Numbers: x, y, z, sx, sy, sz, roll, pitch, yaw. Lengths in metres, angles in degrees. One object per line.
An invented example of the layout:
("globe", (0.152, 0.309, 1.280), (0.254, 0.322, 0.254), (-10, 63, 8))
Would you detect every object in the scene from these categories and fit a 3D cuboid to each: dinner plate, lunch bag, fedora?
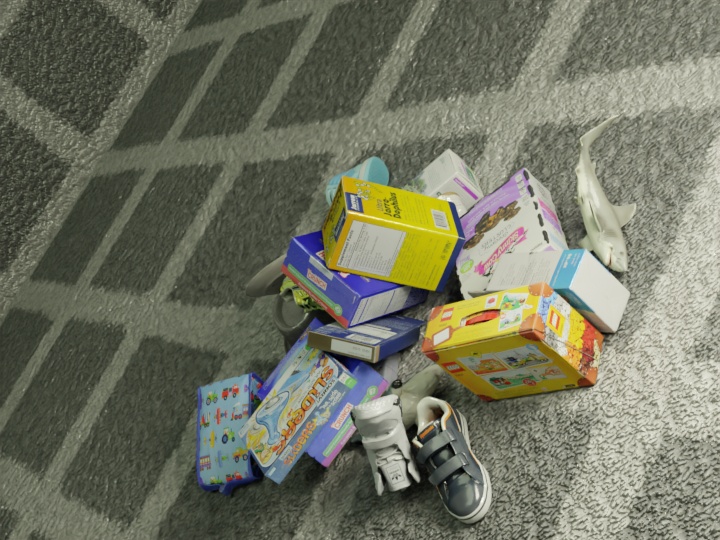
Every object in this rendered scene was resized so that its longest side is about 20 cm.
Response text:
("dinner plate", (-0.128, 0.002, 2.023), (0.200, 0.200, 0.024), (-37, 74, 24))
("lunch bag", (-0.229, 0.303, 1.913), (0.150, 0.094, 0.202), (-18, 53, 39))
("fedora", (-0.103, 0.071, 1.967), (0.176, 0.090, 0.201), (-37, 33, 22))

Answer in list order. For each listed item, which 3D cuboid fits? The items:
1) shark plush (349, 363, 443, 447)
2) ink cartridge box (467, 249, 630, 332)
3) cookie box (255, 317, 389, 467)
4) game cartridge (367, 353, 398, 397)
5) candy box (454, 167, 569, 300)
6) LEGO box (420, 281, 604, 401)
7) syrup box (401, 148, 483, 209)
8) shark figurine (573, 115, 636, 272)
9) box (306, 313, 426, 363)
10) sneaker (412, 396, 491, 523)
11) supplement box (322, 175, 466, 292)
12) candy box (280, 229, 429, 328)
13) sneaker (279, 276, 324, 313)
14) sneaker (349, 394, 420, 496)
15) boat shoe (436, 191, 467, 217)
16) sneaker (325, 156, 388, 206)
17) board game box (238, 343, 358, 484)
("shark plush", (0.060, 0.226, 1.656), (0.201, 0.090, 0.083), (-57, 4, 33))
("ink cartridge box", (0.262, 0.030, 1.502), (0.199, 0.116, 0.067), (-2, 56, 51))
("cookie box", (-0.065, 0.195, 1.738), (0.172, 0.075, 0.200), (-52, 31, 0))
("game cartridge", (0.004, 0.156, 1.793), (0.133, 0.040, 0.201), (-40, 33, 26))
("candy box", (0.230, -0.036, 1.655), (0.167, 0.071, 0.201), (-38, 33, 23))
("LEGO box", (0.208, 0.103, 1.465), (0.199, 0.149, 0.078), (-16, 46, 44))
("syrup box", (0.114, -0.112, 1.878), (0.200, 0.081, 0.079), (-39, 35, 19))
("shark figurine", (0.357, -0.105, 1.535), (0.089, 0.217, 0.128), (-12, -1, -6))
("box", (0.015, 0.102, 1.701), (0.120, 0.200, 0.033), (11, 104, 26))
("sneaker", (0.120, 0.262, 1.490), (0.078, 0.079, 0.201), (-40, 34, 16))
("supplement box", (0.050, -0.057, 1.685), (0.110, 0.198, 0.110), (-100, 27, -54))
("candy box", (0.000, 0.000, 1.747), (0.169, 0.199, 0.078), (41, 126, 29))
("sneaker", (-0.067, 0.045, 1.843), (0.077, 0.075, 0.199), (-53, 34, -12))
("sneaker", (0.040, 0.249, 1.505), (0.074, 0.200, 0.116), (-18, 70, 0))
("boat shoe", (0.110, -0.043, 1.825), (0.200, 0.070, 0.070), (-49, 55, 26))
("sneaker", (-0.024, -0.126, 2.083), (0.130, 0.080, 0.201), (-19, 34, 39))
("board game box", (-0.100, 0.215, 1.658), (0.201, 0.034, 0.135), (-53, 32, 1))
